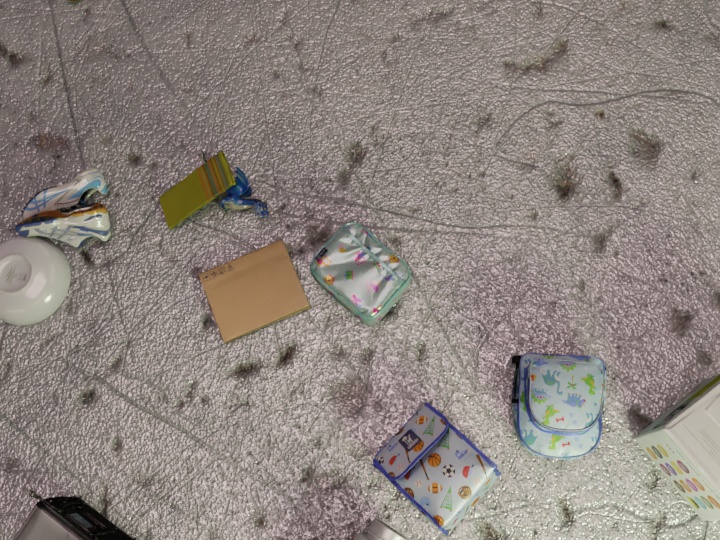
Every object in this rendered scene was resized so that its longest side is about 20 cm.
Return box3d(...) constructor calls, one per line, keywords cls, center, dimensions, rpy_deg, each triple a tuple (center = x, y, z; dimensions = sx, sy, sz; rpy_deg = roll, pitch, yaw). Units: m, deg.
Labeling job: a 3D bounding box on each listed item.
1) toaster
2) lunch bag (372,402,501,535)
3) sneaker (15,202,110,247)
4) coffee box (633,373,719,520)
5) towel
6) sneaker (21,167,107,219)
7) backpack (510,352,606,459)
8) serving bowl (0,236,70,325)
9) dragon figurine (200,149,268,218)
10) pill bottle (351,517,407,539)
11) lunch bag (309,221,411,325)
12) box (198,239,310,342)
box3d(cls="toaster", center=(-0.551, 0.518, 1.521), dimensions=(0.199, 0.181, 0.119), rpy_deg=(33, 80, 10))
box3d(cls="lunch bag", center=(0.143, 0.380, 1.553), dimensions=(0.170, 0.124, 0.200), rpy_deg=(-44, 63, -8))
box3d(cls="sneaker", center=(-0.644, -0.085, 1.733), dimensions=(0.199, 0.075, 0.089), rpy_deg=(-8, 116, -1))
box3d(cls="coffee box", center=(0.676, 0.325, 1.492), dimensions=(0.200, 0.198, 0.200), rpy_deg=(-36, 75, -8))
box3d(cls="towel", center=(-0.357, -0.173, 1.735), dimensions=(0.199, 0.018, 0.087), rpy_deg=(-31, 68, 24))
box3d(cls="sneaker", center=(-0.656, -0.156, 1.766), dimensions=(0.199, 0.072, 0.073), rpy_deg=(-28, 88, 0))
box3d(cls="backpack", center=(0.385, 0.264, 1.553), dimensions=(0.182, 0.147, 0.201), rpy_deg=(4, 78, 7))
box3d(cls="serving bowl", center=(-0.736, 0.015, 1.726), dimensions=(0.199, 0.066, 0.202), rpy_deg=(-1, 75, 2))
box3d(cls="dragon figurine", center=(-0.275, -0.186, 1.755), dimensions=(0.099, 0.059, 0.201), rpy_deg=(-26, 76, -4))
box3d(cls="pill bottle", center=(0.006, 0.577, 1.510), dimensions=(0.109, 0.109, 0.201), rpy_deg=(31, 79, 11))
box3d(cls="lunch bag", center=(0.000, 0.000, 1.680), dimensions=(0.200, 0.077, 0.160), rpy_deg=(41, 81, 12))
box3d(cls="box", center=(-0.228, 0.044, 1.710), dimensions=(0.199, 0.021, 0.164), rpy_deg=(-23, 75, -3))
